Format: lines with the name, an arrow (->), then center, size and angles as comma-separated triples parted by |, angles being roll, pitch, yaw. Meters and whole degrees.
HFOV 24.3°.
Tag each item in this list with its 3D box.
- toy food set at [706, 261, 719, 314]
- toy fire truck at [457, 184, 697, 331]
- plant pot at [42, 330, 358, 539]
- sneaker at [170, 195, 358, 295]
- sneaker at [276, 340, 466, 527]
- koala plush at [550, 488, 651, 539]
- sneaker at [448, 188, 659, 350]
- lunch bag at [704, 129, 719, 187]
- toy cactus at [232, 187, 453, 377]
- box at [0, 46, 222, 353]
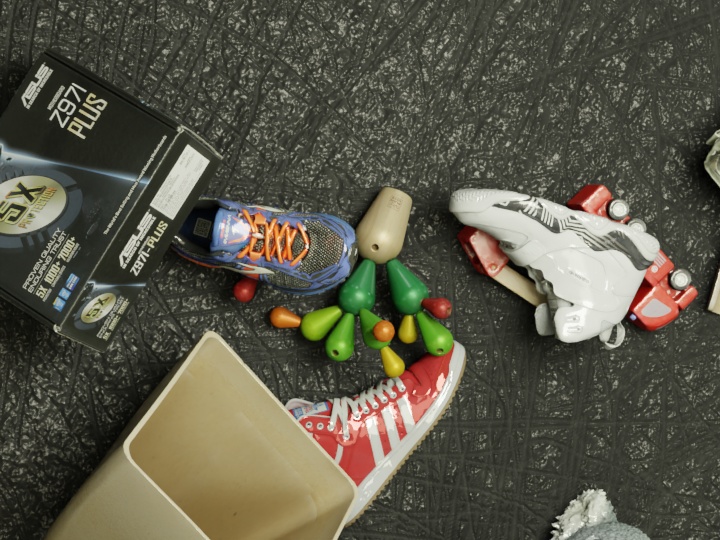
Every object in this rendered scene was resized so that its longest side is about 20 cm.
toy food set -> 0.439, -0.006, 1.599 | 0.199, 0.060, 0.144 | 16, 90, -11
toy fire truck -> 0.203, -0.003, 1.562 | 0.141, 0.049, 0.200 | -44, 100, -5
plant pot -> -0.152, 0.211, 1.427 | 0.177, 0.200, 0.200 | -36, 101, 30
sneaker -> -0.095, -0.024, 1.444 | 0.199, 0.078, 0.076 | 7, 85, 25
sneaker -> 0.002, 0.124, 1.521 | 0.112, 0.071, 0.200 | 38, 88, -13
koala plush -> 0.195, 0.304, 1.530 | 0.177, 0.184, 0.200 | 40, 70, 21
sneaker -> 0.164, -0.001, 1.491 | 0.199, 0.075, 0.116 | 16, 90, -15
lunch bag -> 0.429, -0.101, 1.530 | 0.200, 0.118, 0.164 | 38, 56, 9
toy cactus -> 0.000, 0.000, 1.505 | 0.199, 0.102, 0.166 | 20, 73, 9
box -> -0.242, -0.060, 1.421 | 0.163, 0.086, 0.201 | 31, 87, 25
